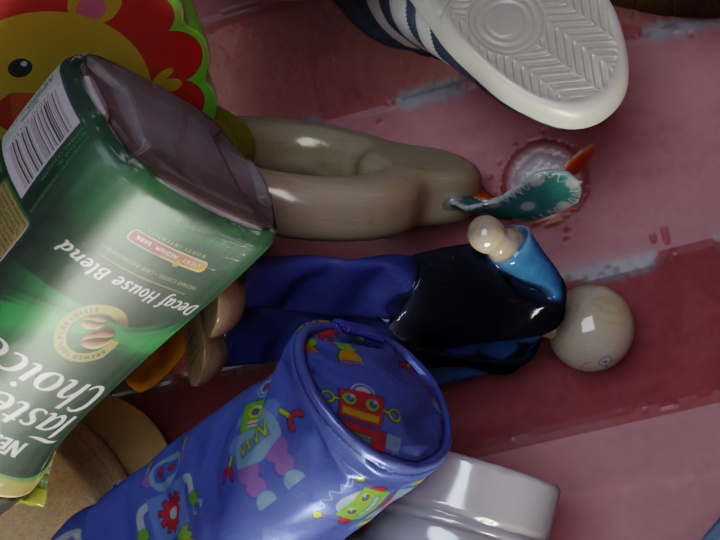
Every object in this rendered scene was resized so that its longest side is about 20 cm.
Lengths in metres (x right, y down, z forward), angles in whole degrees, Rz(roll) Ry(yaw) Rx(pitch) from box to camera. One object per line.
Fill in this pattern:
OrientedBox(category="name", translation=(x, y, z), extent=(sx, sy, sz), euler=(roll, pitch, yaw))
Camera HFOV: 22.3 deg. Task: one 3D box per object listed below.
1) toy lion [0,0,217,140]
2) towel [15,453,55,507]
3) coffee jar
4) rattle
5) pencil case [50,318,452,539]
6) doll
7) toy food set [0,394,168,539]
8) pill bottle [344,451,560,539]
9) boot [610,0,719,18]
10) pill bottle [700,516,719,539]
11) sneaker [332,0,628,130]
OrientedBox(category="toy lion", translation=(-0.155, -0.051, 0.747), extent=(0.191, 0.200, 0.069), euler=(-9, 48, -17))
OrientedBox(category="towel", translation=(-0.130, 0.009, 0.825), extent=(0.086, 0.018, 0.201), euler=(0, 70, 58))
OrientedBox(category="coffee jar", translation=(-0.134, 0.016, 0.724), extent=(0.200, 0.104, 0.085), euler=(-45, 48, 19))
OrientedBox(category="rattle", translation=(0.000, 0.000, 0.840), extent=(0.199, 0.130, 0.143), euler=(7, 91, -11))
OrientedBox(category="pencil case", translation=(-0.052, 0.096, 0.761), extent=(0.200, 0.078, 0.087), euler=(-40, 52, 31))
OrientedBox(category="doll", translation=(0.026, 0.021, 0.800), extent=(0.199, 0.137, 0.049), euler=(1, 57, -17))
OrientedBox(category="toy food set", translation=(-0.187, 0.148, 0.867), extent=(0.197, 0.049, 0.201), euler=(5, 80, 16))
OrientedBox(category="pill bottle", translation=(0.021, 0.178, 0.773), extent=(0.111, 0.111, 0.201), euler=(13, 82, 17))
OrientedBox(category="boot", translation=(0.185, -0.199, 0.827), extent=(0.199, 0.073, 0.156), euler=(1, 79, 13))
OrientedBox(category="pill bottle", translation=(0.170, 0.157, 0.740), extent=(0.109, 0.109, 0.200), euler=(39, 90, 18))
OrientedBox(category="sneaker", translation=(0.045, -0.121, 0.839), extent=(0.075, 0.085, 0.200), euler=(-36, 63, -17))
